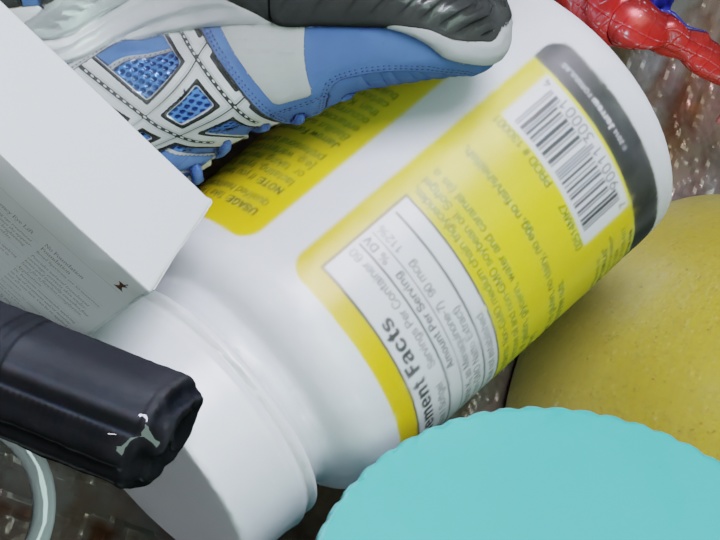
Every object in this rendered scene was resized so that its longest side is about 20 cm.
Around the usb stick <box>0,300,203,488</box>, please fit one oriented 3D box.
[{"bbox_3d":[-0.142,0.013,0.766,0.200,0.055,0.033,22,111,9],"label":"usb stick"}]

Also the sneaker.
[{"bbox_3d":[-0.049,-0.066,0.827,0.200,0.076,0.077,-2,109,12],"label":"sneaker"}]

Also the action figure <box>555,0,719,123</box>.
[{"bbox_3d":[0.144,-0.133,0.951,0.099,0.065,0.200,28,105,-43],"label":"action figure"}]

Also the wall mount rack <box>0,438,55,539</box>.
[{"bbox_3d":[-0.198,0.101,0.788,0.200,0.075,0.174,2,88,-28],"label":"wall mount rack"}]

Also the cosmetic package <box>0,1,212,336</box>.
[{"bbox_3d":[-0.146,-0.059,0.777,0.200,0.083,0.051,44,47,-13],"label":"cosmetic package"}]

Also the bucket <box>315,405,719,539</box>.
[{"bbox_3d":[0.057,0.151,0.824,0.207,0.135,0.207,6,52,-8],"label":"bucket"}]

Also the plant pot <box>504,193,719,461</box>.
[{"bbox_3d":[0.173,0.073,0.943,0.200,0.142,0.200,-1,93,-29],"label":"plant pot"}]

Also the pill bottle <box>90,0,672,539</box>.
[{"bbox_3d":[0.000,0.000,0.863,0.200,0.114,0.114,-41,110,-21],"label":"pill bottle"}]
